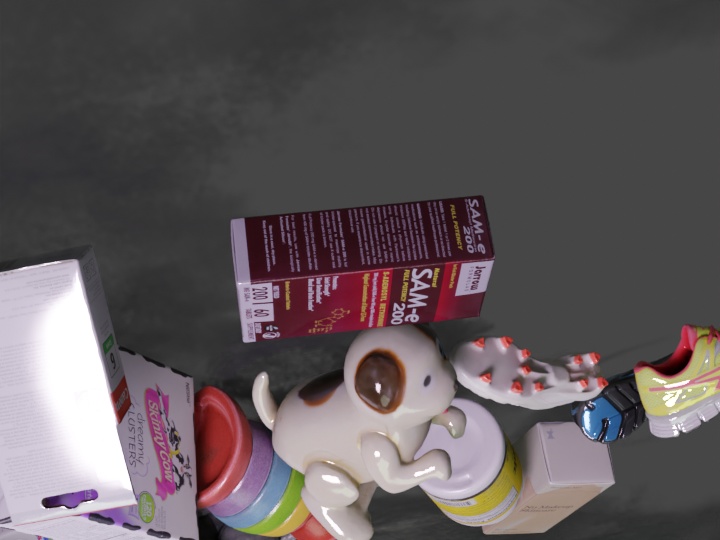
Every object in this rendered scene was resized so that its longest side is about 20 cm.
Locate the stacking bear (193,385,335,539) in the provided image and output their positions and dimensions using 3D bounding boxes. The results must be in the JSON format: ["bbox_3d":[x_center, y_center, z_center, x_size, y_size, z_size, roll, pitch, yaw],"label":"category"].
[{"bbox_3d":[-0.089,0.217,1.254,0.200,0.122,0.113,34,169,-38],"label":"stacking bear"}]

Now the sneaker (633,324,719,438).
[{"bbox_3d":[0.363,0.085,1.246,0.199,0.091,0.078,-31,-175,2],"label":"sneaker"}]

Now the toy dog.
[{"bbox_3d":[0.012,0.120,1.151,0.140,0.194,0.200,-43,174,-48],"label":"toy dog"}]

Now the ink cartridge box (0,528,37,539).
[{"bbox_3d":[-0.329,0.305,1.510,0.175,0.045,0.199,-25,149,31],"label":"ink cartridge box"}]

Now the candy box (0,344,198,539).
[{"bbox_3d":[-0.231,0.154,1.105,0.071,0.169,0.200,-19,152,25],"label":"candy box"}]

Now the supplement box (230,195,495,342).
[{"bbox_3d":[0.000,0.000,0.992,0.198,0.061,0.109,-6,153,-5],"label":"supplement box"}]

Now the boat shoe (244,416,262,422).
[{"bbox_3d":[-0.089,0.201,1.347,0.199,0.069,0.072,16,144,-40],"label":"boat shoe"}]

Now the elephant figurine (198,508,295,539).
[{"bbox_3d":[-0.194,0.262,1.397,0.141,0.201,0.155,-42,165,25],"label":"elephant figurine"}]

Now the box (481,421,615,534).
[{"bbox_3d":[0.223,0.257,1.533,0.094,0.078,0.200,2,152,-18],"label":"box"}]

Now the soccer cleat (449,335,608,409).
[{"bbox_3d":[0.160,0.109,1.245,0.199,0.070,0.077,8,152,-35],"label":"soccer cleat"}]

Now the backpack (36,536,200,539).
[{"bbox_3d":[-0.255,0.254,1.268,0.153,0.201,0.163,-14,-174,36],"label":"backpack"}]

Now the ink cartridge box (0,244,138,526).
[{"bbox_3d":[-0.240,0.090,0.967,0.108,0.202,0.050,-10,-165,5],"label":"ink cartridge box"}]

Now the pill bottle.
[{"bbox_3d":[0.123,0.224,1.406,0.110,0.112,0.200,-13,153,10],"label":"pill bottle"}]

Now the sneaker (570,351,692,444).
[{"bbox_3d":[0.317,0.121,1.328,0.198,0.074,0.082,-16,-172,-3],"label":"sneaker"}]
